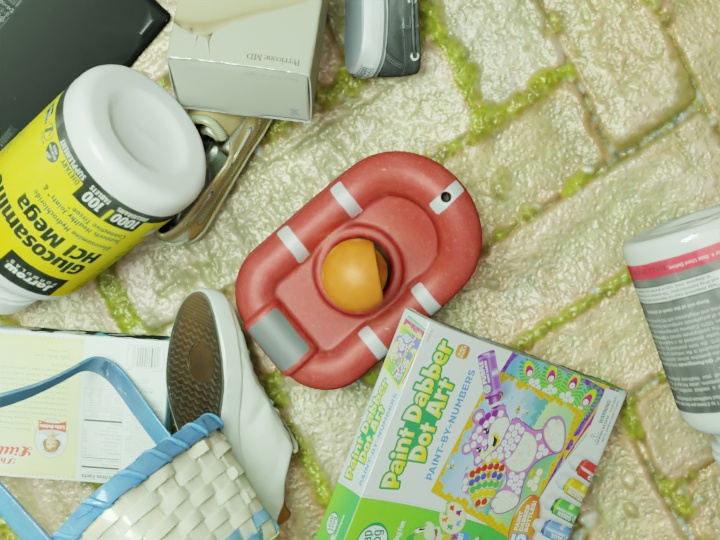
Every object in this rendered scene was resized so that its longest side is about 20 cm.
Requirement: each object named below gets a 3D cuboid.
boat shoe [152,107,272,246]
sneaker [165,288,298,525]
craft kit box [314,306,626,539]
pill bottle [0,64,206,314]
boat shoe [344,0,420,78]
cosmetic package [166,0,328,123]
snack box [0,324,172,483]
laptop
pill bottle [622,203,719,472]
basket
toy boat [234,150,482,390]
[{"bbox_3d":[-0.108,-0.112,0.777,0.071,0.076,0.201,20,92,-1],"label":"boat shoe"},{"bbox_3d":[-0.096,0.111,0.795,0.072,0.084,0.202,-4,94,41],"label":"sneaker"},{"bbox_3d":[0.085,0.152,0.769,0.196,0.048,0.201,20,93,-25],"label":"craft kit box"},{"bbox_3d":[-0.214,-0.049,0.733,0.199,0.112,0.113,-32,93,31],"label":"pill bottle"},{"bbox_3d":[0.029,-0.247,0.779,0.066,0.070,0.202,3,90,-18],"label":"boat shoe"},{"bbox_3d":[-0.072,-0.217,0.740,0.103,0.073,0.202,6,70,-1],"label":"cosmetic package"},{"bbox_3d":[-0.249,0.105,0.807,0.198,0.037,0.117,4,91,-1],"label":"snack box"},{"bbox_3d":[-0.293,-0.207,0.805,0.187,0.116,0.200,-48,121,2],"label":"laptop"},{"bbox_3d":[0.282,0.055,0.770,0.110,0.111,0.201,-20,93,1],"label":"pill bottle"},{"bbox_3d":[-0.168,0.153,0.691,0.139,0.176,0.200,-41,81,24],"label":"basket"},{"bbox_3d":[0.000,0.000,0.756,0.200,0.131,0.131,-41,93,2],"label":"toy boat"}]
